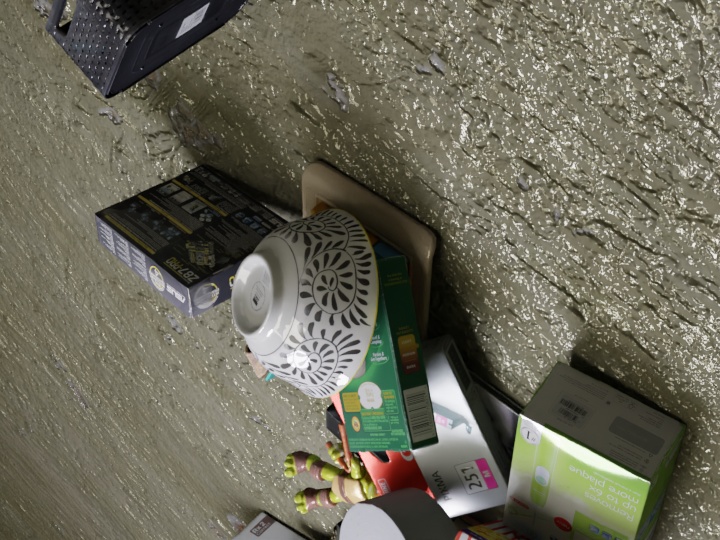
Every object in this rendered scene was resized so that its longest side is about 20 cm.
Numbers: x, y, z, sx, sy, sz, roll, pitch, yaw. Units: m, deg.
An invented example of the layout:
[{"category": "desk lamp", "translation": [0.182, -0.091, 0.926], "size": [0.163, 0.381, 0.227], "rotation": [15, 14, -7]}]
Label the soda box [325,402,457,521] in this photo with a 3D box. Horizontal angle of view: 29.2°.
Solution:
[{"category": "soda box", "translation": [0.049, 0.223, 1.678], "size": [0.200, 0.063, 0.071], "rotation": [40, 160, 15]}]

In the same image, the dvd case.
[{"category": "dvd case", "translation": [0.137, 0.179, 1.576], "size": [0.199, 0.016, 0.149], "rotation": [37, 146, 22]}]

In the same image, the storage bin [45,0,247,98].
[{"category": "storage bin", "translation": [-0.195, -0.274, 1.346], "size": [0.094, 0.200, 0.135], "rotation": [48, 149, 4]}]

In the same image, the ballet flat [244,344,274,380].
[{"category": "ballet flat", "translation": [-0.103, 0.083, 1.737], "size": [0.068, 0.068, 0.200], "rotation": [55, 147, 5]}]

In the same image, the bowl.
[{"category": "bowl", "translation": [-0.074, 0.030, 1.443], "size": [0.200, 0.093, 0.203], "rotation": [-13, 75, 55]}]

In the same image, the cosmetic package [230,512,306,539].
[{"category": "cosmetic package", "translation": [-0.134, 0.523, 2.139], "size": [0.164, 0.165, 0.201], "rotation": [24, 141, 36]}]

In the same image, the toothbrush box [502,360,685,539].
[{"category": "toothbrush box", "translation": [0.233, 0.211, 1.408], "size": [0.145, 0.086, 0.201], "rotation": [27, 144, 21]}]

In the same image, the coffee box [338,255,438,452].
[{"category": "coffee box", "translation": [0.017, 0.089, 1.459], "size": [0.123, 0.044, 0.202], "rotation": [-13, 88, 56]}]

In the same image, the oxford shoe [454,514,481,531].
[{"category": "oxford shoe", "translation": [0.125, 0.345, 1.706], "size": [0.200, 0.074, 0.071], "rotation": [40, 147, 11]}]

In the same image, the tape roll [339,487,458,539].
[{"category": "tape roll", "translation": [0.051, 0.348, 1.540], "size": [0.200, 0.066, 0.202], "rotation": [32, 128, 53]}]

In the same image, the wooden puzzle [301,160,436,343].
[{"category": "wooden puzzle", "translation": [0.000, 0.000, 1.528], "size": [0.184, 0.037, 0.201], "rotation": [34, 140, 27]}]

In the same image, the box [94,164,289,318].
[{"category": "box", "translation": [-0.188, -0.040, 1.595], "size": [0.199, 0.160, 0.049], "rotation": [33, 138, 38]}]

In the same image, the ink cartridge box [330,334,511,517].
[{"category": "ink cartridge box", "translation": [0.062, 0.187, 1.550], "size": [0.172, 0.044, 0.201], "rotation": [-19, 107, 24]}]

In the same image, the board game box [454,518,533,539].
[{"category": "board game box", "translation": [0.189, 0.320, 1.447], "size": [0.151, 0.047, 0.200], "rotation": [27, -175, 22]}]

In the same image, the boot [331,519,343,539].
[{"category": "boot", "translation": [-0.041, 0.397, 1.990], "size": [0.198, 0.078, 0.139], "rotation": [11, 129, 29]}]

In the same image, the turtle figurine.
[{"category": "turtle figurine", "translation": [-0.019, 0.254, 1.684], "size": [0.160, 0.064, 0.201], "rotation": [0, 126, 43]}]
